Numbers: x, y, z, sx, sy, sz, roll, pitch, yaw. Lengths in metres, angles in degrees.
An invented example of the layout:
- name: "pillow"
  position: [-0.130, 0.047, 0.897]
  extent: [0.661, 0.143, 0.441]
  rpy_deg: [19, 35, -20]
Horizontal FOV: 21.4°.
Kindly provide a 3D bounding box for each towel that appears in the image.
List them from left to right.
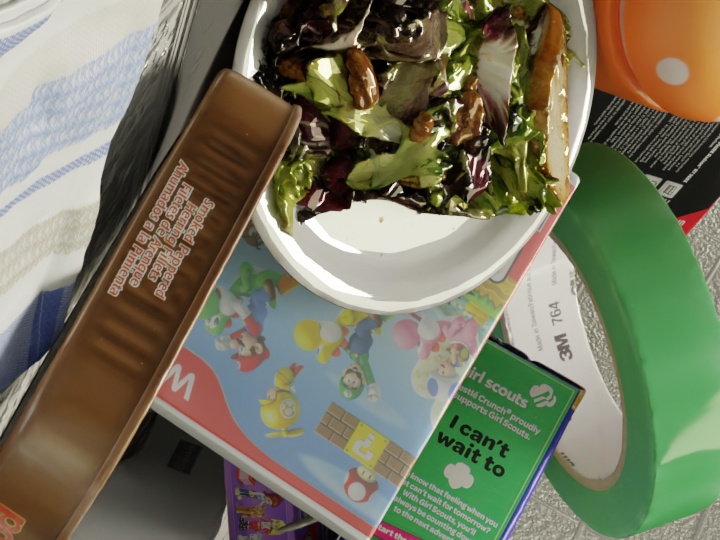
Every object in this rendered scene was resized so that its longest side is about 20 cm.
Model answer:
- name: "towel"
  position: [-0.103, -0.017, 0.537]
  extent: [0.201, 0.024, 0.147]
  rpy_deg: [-66, 173, 34]

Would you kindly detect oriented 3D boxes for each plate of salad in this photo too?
- name: "plate of salad"
  position: [0.033, -0.076, 0.810]
  extent: [0.198, 0.048, 0.202]
  rpy_deg: [-13, 113, -33]

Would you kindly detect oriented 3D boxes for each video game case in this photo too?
- name: "video game case"
  position: [-0.006, 0.000, 0.861]
  extent: [0.201, 0.142, 0.017]
  rpy_deg: [-58, -171, -14]

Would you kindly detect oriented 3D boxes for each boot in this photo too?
- name: "boot"
  position: [-0.109, 0.144, 0.987]
  extent: [0.200, 0.073, 0.096]
  rpy_deg: [-51, 161, -68]

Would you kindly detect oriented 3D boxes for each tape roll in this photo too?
- name: "tape roll"
  position: [0.124, 0.037, 1.004]
  extent: [0.048, 0.202, 0.201]
  rpy_deg: [-17, 158, -16]

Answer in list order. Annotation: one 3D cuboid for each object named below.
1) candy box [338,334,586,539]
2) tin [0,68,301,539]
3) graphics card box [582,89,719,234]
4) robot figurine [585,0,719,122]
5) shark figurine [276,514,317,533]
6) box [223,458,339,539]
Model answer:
- name: "candy box"
  position: [0.025, 0.151, 0.989]
  extent: [0.201, 0.077, 0.169]
  rpy_deg: [-61, 176, -23]
- name: "tin"
  position: [-0.081, 0.014, 0.676]
  extent: [0.201, 0.042, 0.112]
  rpy_deg: [-65, -174, -33]
- name: "graphics card box"
  position: [0.120, -0.079, 1.074]
  extent: [0.126, 0.198, 0.051]
  rpy_deg: [-52, -145, 40]
- name: "robot figurine"
  position: [0.140, -0.138, 0.913]
  extent: [0.116, 0.199, 0.145]
  rpy_deg: [-24, 119, -25]
- name: "shark figurine"
  position: [0.011, 0.019, 0.944]
  extent: [0.089, 0.127, 0.217]
  rpy_deg: [-13, -105, 49]
- name: "box"
  position: [-0.033, 0.050, 0.990]
  extent: [0.137, 0.039, 0.202]
  rpy_deg: [-50, 140, -65]
